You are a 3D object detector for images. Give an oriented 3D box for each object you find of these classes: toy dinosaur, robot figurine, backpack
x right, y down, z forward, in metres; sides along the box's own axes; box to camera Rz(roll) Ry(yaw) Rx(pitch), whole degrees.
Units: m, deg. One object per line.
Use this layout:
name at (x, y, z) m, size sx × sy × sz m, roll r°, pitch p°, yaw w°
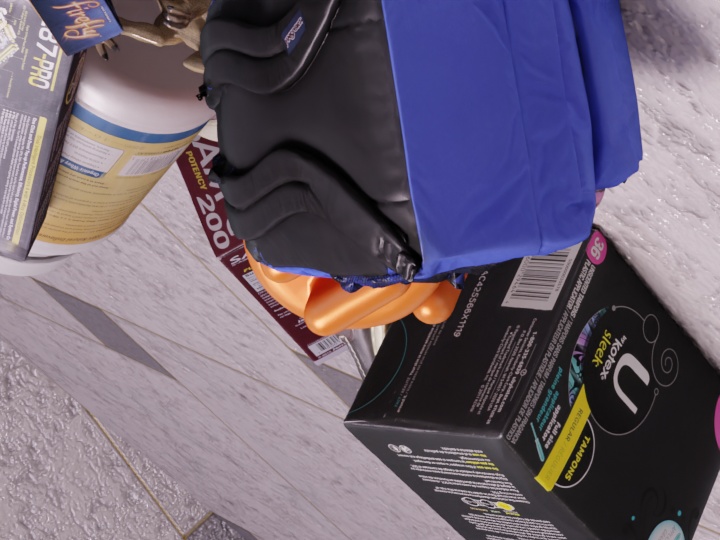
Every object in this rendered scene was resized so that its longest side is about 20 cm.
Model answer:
toy dinosaur at (-0.096, -0.141, 1.363) m, size 0.101 × 0.058 × 0.200 m, roll 2°, pitch -148°, yaw -46°
robot figurine at (0.000, -0.047, 1.388) m, size 0.143 × 0.117 × 0.200 m, roll 17°, pitch -149°, yaw 1°
backpack at (0.023, -0.071, 1.183) m, size 0.167 × 0.163 × 0.200 m, roll -6°, pitch -179°, yaw -31°

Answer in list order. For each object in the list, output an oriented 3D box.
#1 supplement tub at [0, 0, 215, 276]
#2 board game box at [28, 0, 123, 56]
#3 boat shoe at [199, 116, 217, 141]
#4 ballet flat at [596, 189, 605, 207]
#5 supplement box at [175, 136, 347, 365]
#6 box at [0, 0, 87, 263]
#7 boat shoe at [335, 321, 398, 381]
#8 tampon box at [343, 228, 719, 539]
supplement tub at (-0.177, -0.100, 1.530) m, size 0.145 × 0.145 × 0.200 m, roll 37°, pitch 133°, yaw -8°
board game box at (-0.183, -0.222, 1.274) m, size 0.136 × 0.035 × 0.201 m, roll 64°, pitch -178°, yaw -72°
boat shoe at (-0.126, -0.131, 1.635) m, size 0.200 × 0.072 × 0.065 m, roll 19°, pitch 149°, yaw 54°
ballet flat at (0.054, -0.087, 1.309) m, size 0.200 × 0.069 × 0.071 m, roll 43°, pitch -177°, yaw -17°
supplement box at (-0.055, -0.025, 1.704) m, size 0.109 × 0.061 × 0.200 m, roll 66°, pitch -173°, yaw 29°
box at (-0.239, -0.108, 1.405) m, size 0.161 × 0.049 × 0.200 m, roll 20°, pitch 135°, yaw 0°
boat shoe at (-0.001, 0.000, 1.553) m, size 0.066 × 0.072 × 0.201 m, roll 7°, pitch 129°, yaw 28°
tampon box at (0.118, 0.088, 1.544) m, size 0.126 × 0.150 × 0.200 m, roll 3°, pitch 148°, yaw 43°
